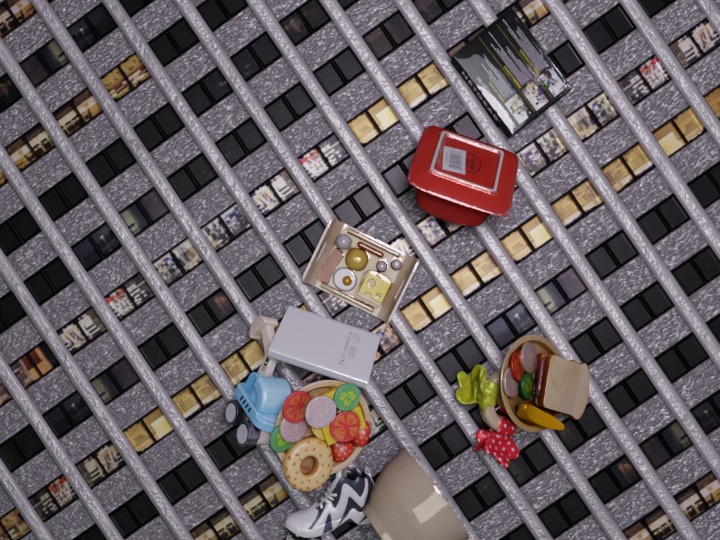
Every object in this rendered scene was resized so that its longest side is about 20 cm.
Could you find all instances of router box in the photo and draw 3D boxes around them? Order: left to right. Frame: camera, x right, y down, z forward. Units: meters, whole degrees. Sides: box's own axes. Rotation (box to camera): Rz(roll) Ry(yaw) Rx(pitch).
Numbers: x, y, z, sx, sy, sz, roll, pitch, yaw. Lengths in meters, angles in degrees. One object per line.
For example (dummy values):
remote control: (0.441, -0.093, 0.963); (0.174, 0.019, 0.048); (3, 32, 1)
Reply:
router box: (0.298, -0.391, 1.238); (0.149, 0.051, 0.201); (-37, 89, 4)

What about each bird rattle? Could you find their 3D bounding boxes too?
bird rattle: (0.284, 0.272, 1.226); (0.162, 0.113, 0.201); (-28, 93, -14)

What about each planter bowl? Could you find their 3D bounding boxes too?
planter bowl: (0.090, 0.458, 1.168); (0.134, 0.200, 0.201); (-36, 89, -11)

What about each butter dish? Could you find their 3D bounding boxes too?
butter dish: (0.186, -0.158, 1.207); (0.198, 0.148, 0.201); (20, 49, 1)

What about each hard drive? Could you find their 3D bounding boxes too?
hard drive: (-0.068, 0.148, 1.226); (0.198, 0.132, 0.026); (18, 130, 2)

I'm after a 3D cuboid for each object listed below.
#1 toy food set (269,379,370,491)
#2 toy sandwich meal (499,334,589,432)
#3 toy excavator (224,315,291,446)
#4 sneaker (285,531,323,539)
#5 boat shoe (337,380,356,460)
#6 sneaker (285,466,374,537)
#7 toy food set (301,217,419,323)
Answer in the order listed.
toy food set: (-0.071, 0.300, 1.169); (0.198, 0.049, 0.200); (-23, 108, -15)
toy sandwich meal: (0.354, 0.220, 1.197); (0.203, 0.070, 0.208); (5, 81, -32)
toy excavator: (-0.186, 0.217, 1.225); (0.099, 0.194, 0.201); (16, 107, -41)
sneaker: (-0.067, 0.598, 1.260); (0.198, 0.078, 0.087); (26, 103, 9)
boat shoe: (-0.044, 0.283, 1.252); (0.067, 0.072, 0.202); (-2, 97, 1)
sneaker: (-0.059, 0.444, 1.239); (0.197, 0.080, 0.131); (-9, 97, 2)
toy food set: (0.000, 0.000, 1.249); (0.198, 0.060, 0.145); (26, 91, 2)
